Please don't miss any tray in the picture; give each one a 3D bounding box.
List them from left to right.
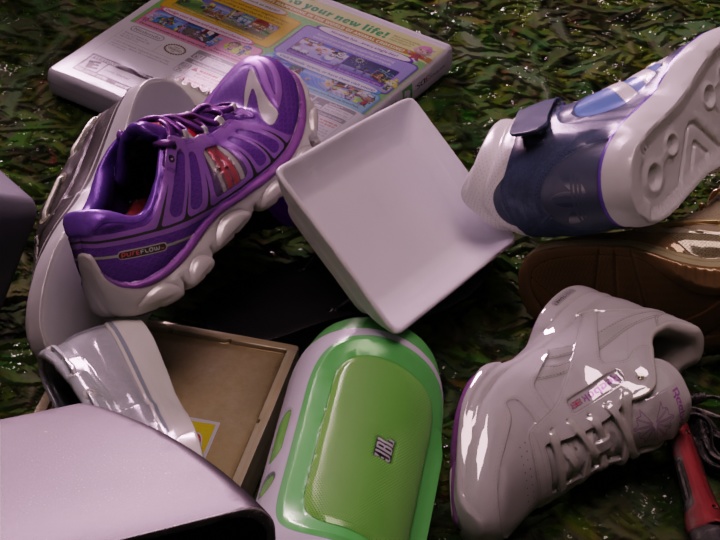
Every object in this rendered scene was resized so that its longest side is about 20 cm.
[{"bbox_3d":[0.018,-0.030,1.406,0.108,0.022,0.200,53,27,2],"label":"tray"}]

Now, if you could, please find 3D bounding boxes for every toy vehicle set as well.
[{"bbox_3d":[-0.117,0.100,1.346,0.123,0.027,0.200,10,38,10],"label":"toy vehicle set"}]

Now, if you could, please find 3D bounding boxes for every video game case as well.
[{"bbox_3d":[-0.070,-0.130,1.655,0.199,0.022,0.182,23,42,26],"label":"video game case"}]

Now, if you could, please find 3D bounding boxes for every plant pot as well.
[{"bbox_3d":[-0.155,0.169,1.133,0.199,0.201,0.177,-12,28,-17],"label":"plant pot"}]

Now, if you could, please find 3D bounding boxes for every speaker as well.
[{"bbox_3d":[-0.008,0.113,1.286,0.088,0.089,0.201,6,38,6],"label":"speaker"}]

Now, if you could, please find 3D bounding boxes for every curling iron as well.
[{"bbox_3d":[0.190,0.132,1.317,0.049,0.026,0.201,-1,38,1],"label":"curling iron"}]

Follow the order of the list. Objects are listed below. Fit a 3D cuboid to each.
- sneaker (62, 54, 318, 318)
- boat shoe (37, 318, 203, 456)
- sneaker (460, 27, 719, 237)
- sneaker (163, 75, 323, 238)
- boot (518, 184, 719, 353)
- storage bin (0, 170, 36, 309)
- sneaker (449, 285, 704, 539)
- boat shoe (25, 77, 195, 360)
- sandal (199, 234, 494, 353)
[{"bbox_3d":[-0.091,-0.060,1.381,0.080,0.084,0.200,-1,37,34],"label":"sneaker"},{"bbox_3d":[-0.120,0.096,1.278,0.071,0.070,0.201,-14,34,-12],"label":"boat shoe"},{"bbox_3d":[0.143,-0.083,1.476,0.146,0.081,0.200,1,28,39],"label":"sneaker"},{"bbox_3d":[-0.080,-0.042,1.488,0.100,0.070,0.200,-49,39,-16],"label":"sneaker"},{"bbox_3d":[0.198,-0.019,1.480,0.198,0.073,0.156,-1,30,13],"label":"boot"},{"bbox_3d":[-0.287,-0.033,1.442,0.134,0.146,0.200,5,26,-45],"label":"storage bin"},{"bbox_3d":[0.114,0.074,1.338,0.099,0.075,0.200,10,39,29],"label":"sneaker"},{"bbox_3d":[-0.147,-0.020,1.429,0.063,0.071,0.201,-21,36,41],"label":"boat shoe"},{"bbox_3d":[0.000,0.000,1.467,0.199,0.043,0.076,-24,44,-30],"label":"sandal"}]
